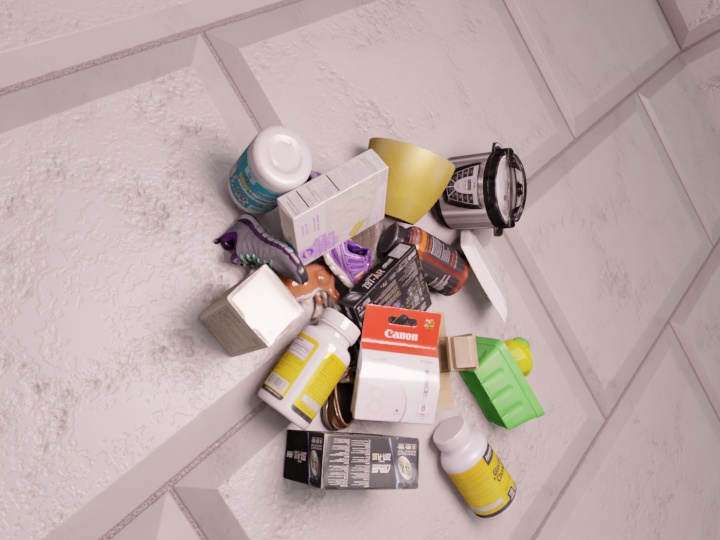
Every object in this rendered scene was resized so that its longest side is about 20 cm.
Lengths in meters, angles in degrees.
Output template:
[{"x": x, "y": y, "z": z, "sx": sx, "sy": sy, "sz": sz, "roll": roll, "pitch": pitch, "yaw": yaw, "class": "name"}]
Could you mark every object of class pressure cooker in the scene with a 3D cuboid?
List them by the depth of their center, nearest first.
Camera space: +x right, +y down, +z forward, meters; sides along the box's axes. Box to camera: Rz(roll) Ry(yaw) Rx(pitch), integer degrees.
[{"x": 0.288, "y": -0.187, "z": 1.219, "sx": 0.177, "sy": 0.197, "sz": 0.180, "roll": 58, "pitch": 48, "yaw": -37, "class": "pressure cooker"}]

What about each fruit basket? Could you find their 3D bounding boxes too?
[{"x": 0.348, "y": 0.233, "z": 1.223, "sx": 0.210, "sy": 0.155, "sz": 0.222, "roll": 1, "pitch": 88, "yaw": -17, "class": "fruit basket"}]

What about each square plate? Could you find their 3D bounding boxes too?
[{"x": 0.293, "y": 0.000, "z": 1.234, "sx": 0.202, "sy": 0.028, "sz": 0.198, "roll": 59, "pitch": 17, "yaw": -8, "class": "square plate"}]

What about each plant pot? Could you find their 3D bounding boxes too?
[{"x": 0.090, "y": -0.183, "z": 1.141, "sx": 0.197, "sy": 0.199, "sz": 0.145, "roll": 18, "pitch": 93, "yaw": -27, "class": "plant pot"}]

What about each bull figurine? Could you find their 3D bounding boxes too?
[{"x": -0.127, "y": 0.043, "z": 1.008, "sx": 0.197, "sy": 0.065, "sz": 0.124, "roll": -14, "pitch": 89, "yaw": -32, "class": "bull figurine"}]

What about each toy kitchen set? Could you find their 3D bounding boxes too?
[{"x": 0.121, "y": 0.185, "z": 1.070, "sx": 0.177, "sy": 0.162, "sz": 0.205, "roll": 3, "pitch": 76, "yaw": -31, "class": "toy kitchen set"}]

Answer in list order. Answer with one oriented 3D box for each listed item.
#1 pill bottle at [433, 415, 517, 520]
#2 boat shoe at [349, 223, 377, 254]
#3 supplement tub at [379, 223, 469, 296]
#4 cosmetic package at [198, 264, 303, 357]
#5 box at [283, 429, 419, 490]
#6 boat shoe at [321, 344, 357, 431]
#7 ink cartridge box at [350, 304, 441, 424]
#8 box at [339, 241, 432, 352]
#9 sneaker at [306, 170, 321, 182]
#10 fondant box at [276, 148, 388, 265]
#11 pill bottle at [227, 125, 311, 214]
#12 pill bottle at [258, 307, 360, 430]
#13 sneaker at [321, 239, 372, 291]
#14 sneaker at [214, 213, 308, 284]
[{"x": 0.240, "y": 0.416, "z": 1.120, "sx": 0.112, "sy": 0.111, "sz": 0.202, "roll": -40, "pitch": 101, "yaw": -32, "class": "pill bottle"}, {"x": -0.002, "y": -0.115, "z": 1.095, "sx": 0.074, "sy": 0.072, "sz": 0.205, "roll": 2, "pitch": 107, "yaw": -5, "class": "boat shoe"}, {"x": 0.140, "y": -0.029, "z": 1.166, "sx": 0.197, "sy": 0.106, "sz": 0.109, "roll": 28, "pitch": 65, "yaw": -23, "class": "supplement tub"}, {"x": -0.188, "y": 0.073, "z": 0.879, "sx": 0.087, "sy": 0.199, "sz": 0.104, "roll": -45, "pitch": 102, "yaw": -30, "class": "cosmetic package"}, {"x": -0.017, "y": 0.339, "z": 0.946, "sx": 0.196, "sy": 0.163, "sz": 0.088, "roll": 13, "pitch": 71, "yaw": -29, "class": "box"}, {"x": -0.029, "y": 0.207, "z": 1.024, "sx": 0.074, "sy": 0.071, "sz": 0.205, "roll": 8, "pitch": 74, "yaw": -30, "class": "boat shoe"}, {"x": 0.073, "y": 0.177, "z": 0.976, "sx": 0.159, "sy": 0.057, "sz": 0.205, "roll": 8, "pitch": 97, "yaw": -14, "class": "ink cartridge box"}, {"x": 0.058, "y": 0.065, "z": 1.058, "sx": 0.200, "sy": 0.043, "sz": 0.162, "roll": -44, "pitch": 131, "yaw": -29, "class": "box"}, {"x": -0.107, "y": -0.120, "z": 1.056, "sx": 0.087, "sy": 0.080, "sz": 0.204, "roll": 27, "pitch": 60, "yaw": -18, "class": "sneaker"}, {"x": -0.046, "y": -0.109, "z": 0.940, "sx": 0.198, "sy": 0.145, "sz": 0.059, "roll": -31, "pitch": 63, "yaw": -18, "class": "fondant box"}, {"x": -0.173, "y": -0.170, "z": 0.947, "sx": 0.109, "sy": 0.199, "sz": 0.114, "roll": 8, "pitch": 74, "yaw": -28, "class": "pill bottle"}, {"x": -0.086, "y": 0.173, "z": 0.953, "sx": 0.111, "sy": 0.111, "sz": 0.202, "roll": 41, "pitch": 73, "yaw": -17, "class": "pill bottle"}, {"x": 0.000, "y": 0.000, "z": 1.055, "sx": 0.200, "sy": 0.083, "sz": 0.081, "roll": 49, "pitch": 12, "yaw": -36, "class": "sneaker"}, {"x": -0.179, "y": -0.019, "z": 0.949, "sx": 0.087, "sy": 0.075, "sz": 0.199, "roll": -39, "pitch": 57, "yaw": -21, "class": "sneaker"}]
